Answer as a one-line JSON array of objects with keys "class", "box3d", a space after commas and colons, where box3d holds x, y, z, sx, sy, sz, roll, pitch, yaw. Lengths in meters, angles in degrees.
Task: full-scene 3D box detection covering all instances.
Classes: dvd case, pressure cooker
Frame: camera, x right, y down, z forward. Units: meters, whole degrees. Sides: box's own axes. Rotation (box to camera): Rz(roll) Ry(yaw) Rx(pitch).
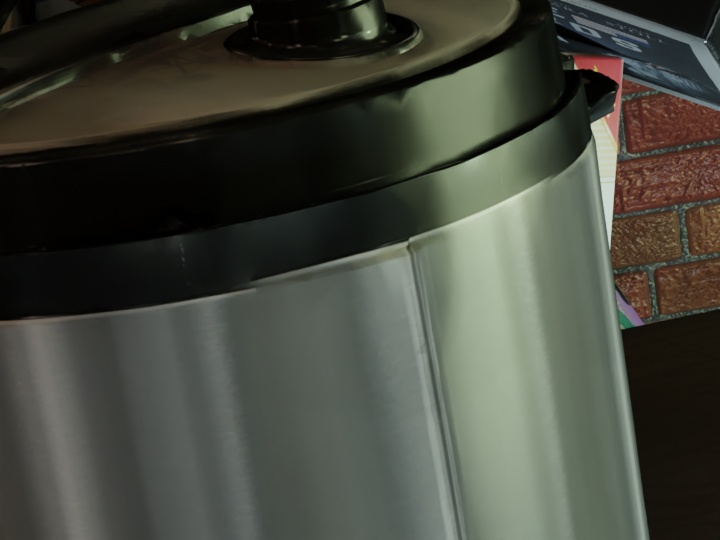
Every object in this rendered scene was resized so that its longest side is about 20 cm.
[{"class": "dvd case", "box3d": [0.068, -0.098, 0.863, 0.200, 0.150, 0.025, 14, 97, -75]}, {"class": "pressure cooker", "box3d": [-0.028, 0.012, 0.513, 0.176, 0.178, 0.200, -79, 160, -73]}]

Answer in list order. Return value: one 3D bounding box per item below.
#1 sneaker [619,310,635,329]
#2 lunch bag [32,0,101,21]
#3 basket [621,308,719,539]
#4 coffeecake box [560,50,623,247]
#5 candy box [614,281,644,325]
[{"class": "sneaker", "box3d": [0.067, 0.026, 0.927, 0.077, 0.200, 0.080, -21, 117, -42]}, {"class": "lunch bag", "box3d": [-0.048, -0.086, 0.941, 0.200, 0.124, 0.170, -99, 175, -64]}, {"class": "basket", "box3d": [0.064, 0.081, 0.661, 0.180, 0.200, 0.136, -51, 131, -64]}, {"class": "coffeecake box", "box3d": [0.000, 0.000, 0.808, 0.200, 0.073, 0.154, -5, 100, -51]}, {"class": "candy box", "box3d": [0.045, 0.068, 1.057, 0.168, 0.200, 0.072, 58, -44, 24]}]
